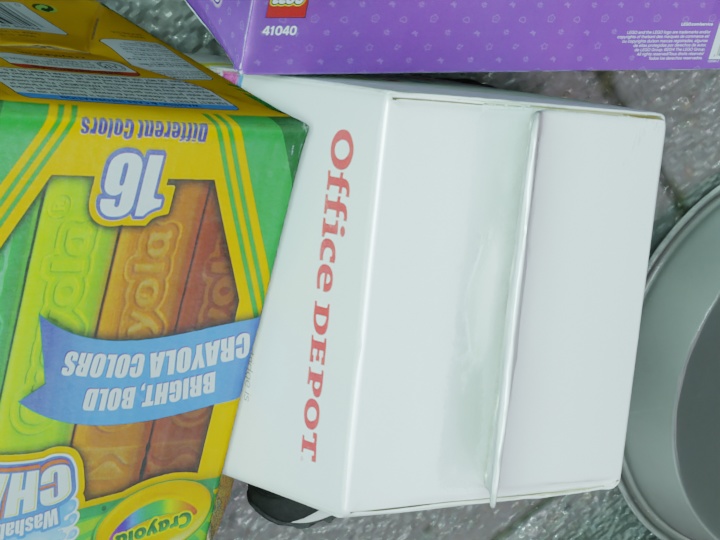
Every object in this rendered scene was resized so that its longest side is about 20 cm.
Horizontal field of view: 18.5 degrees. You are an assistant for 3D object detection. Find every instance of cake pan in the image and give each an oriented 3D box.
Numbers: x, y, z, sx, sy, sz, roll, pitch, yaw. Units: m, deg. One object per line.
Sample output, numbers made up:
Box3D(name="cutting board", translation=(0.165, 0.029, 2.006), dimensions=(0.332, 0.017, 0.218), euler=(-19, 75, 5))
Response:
Box3D(name="cake pan", translation=(0.201, 0.045, 0.988), dimensions=(0.199, 0.037, 0.201), euler=(-10, 112, -25))

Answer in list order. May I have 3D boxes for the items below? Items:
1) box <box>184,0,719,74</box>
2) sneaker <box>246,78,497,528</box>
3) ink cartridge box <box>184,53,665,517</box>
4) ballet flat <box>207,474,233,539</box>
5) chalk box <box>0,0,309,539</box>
Box3D(name="box", translation=(0.027, -0.114, 0.735), dimensions=(0.199, 0.137, 0.039), euler=(-3, 123, -28))
Box3D(name="sneaker", translation=(0.006, 0.011, 0.871), dimensions=(0.079, 0.074, 0.201), euler=(25, 103, -30))
Box3D(name="ink cartridge box", translation=(0.000, 0.000, 0.729), dimensions=(0.125, 0.199, 0.129), euler=(-1, 100, -41))
Box3D(name="ballet flat", translation=(-0.109, 0.138, 0.858), dimensions=(0.200, 0.071, 0.071), euler=(-49, 134, -8))
Box3D(name="chalk box", translation=(-0.118, 0.026, 0.679), dimensions=(0.124, 0.124, 0.201), euler=(-2, 113, -40))
